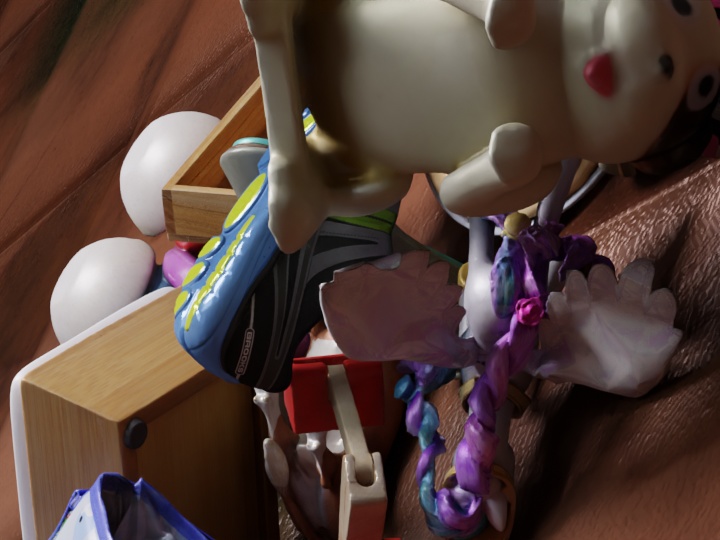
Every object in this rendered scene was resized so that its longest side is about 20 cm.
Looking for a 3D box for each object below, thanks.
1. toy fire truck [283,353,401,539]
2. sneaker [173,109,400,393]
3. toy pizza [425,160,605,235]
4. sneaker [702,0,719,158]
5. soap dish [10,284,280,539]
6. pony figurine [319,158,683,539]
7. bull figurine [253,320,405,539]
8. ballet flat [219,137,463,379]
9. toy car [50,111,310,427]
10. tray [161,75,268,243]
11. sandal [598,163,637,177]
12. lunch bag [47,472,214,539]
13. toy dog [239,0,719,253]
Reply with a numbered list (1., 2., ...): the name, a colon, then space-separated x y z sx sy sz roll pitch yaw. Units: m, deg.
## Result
1. toy fire truck: 0.000 0.131 1.322 0.200 0.048 0.142 -119 25 -71
2. sneaker: -0.012 -0.027 1.350 0.200 0.083 0.071 -54 25 -9
3. toy pizza: 0.091 -0.119 1.517 0.200 0.032 0.202 -26 56 45
4. sneaker: 0.179 -0.139 1.345 0.088 0.073 0.200 -53 13 40
5. soap dish: -0.113 0.122 1.511 0.081 0.201 0.157 15 30 34
6. pony figurine: 0.071 0.022 1.309 0.194 0.165 0.201 91 -171 -52
7. bull figurine: -0.009 0.054 1.525 0.065 0.122 0.201 -4 55 19
8. ballet flat: 0.000 0.000 1.430 0.067 0.200 0.064 -7 60 45
9. toy car: -0.074 0.010 1.644 0.201 0.174 0.150 -61 20 -8
10. tray: -0.031 -0.072 1.573 0.200 0.098 0.037 -56 -34 -55
11. sandal: 0.103 -0.126 1.370 0.054 0.201 0.081 1 46 21
12. lunch bag: -0.119 0.227 1.392 0.200 0.124 0.170 48 111 32
13. toy dog: 0.064 -0.086 1.224 0.194 0.198 0.141 -7 -88 -76
